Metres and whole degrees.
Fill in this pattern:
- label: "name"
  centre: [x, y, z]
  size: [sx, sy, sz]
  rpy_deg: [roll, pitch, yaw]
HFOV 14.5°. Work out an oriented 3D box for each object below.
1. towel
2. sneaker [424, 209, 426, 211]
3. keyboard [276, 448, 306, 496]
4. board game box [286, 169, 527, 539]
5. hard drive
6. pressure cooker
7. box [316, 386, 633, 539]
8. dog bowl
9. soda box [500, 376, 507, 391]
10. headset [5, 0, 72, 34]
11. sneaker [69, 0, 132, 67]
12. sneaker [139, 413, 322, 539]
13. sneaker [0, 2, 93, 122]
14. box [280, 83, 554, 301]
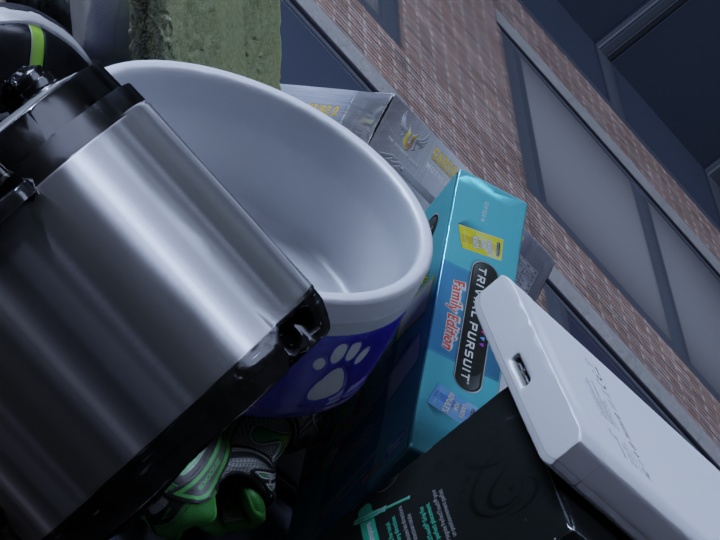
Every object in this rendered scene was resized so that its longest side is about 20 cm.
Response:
- label: "towel"
  centre: [-0.090, -0.156, 1.592]
  size: [0.148, 0.036, 0.201]
  rpy_deg: [-45, 137, -56]
- label: "sneaker"
  centre: [0.041, -0.006, 1.774]
  size: [0.200, 0.086, 0.078]
  rpy_deg: [55, -13, -14]
- label: "keyboard"
  centre: [-0.066, 0.070, 1.619]
  size: [0.200, 0.021, 0.127]
  rpy_deg: [44, 23, -31]
- label: "board game box"
  centre: [0.023, 0.067, 1.502]
  size: [0.047, 0.151, 0.200]
  rpy_deg: [26, 45, -14]
- label: "hard drive"
  centre: [0.138, 0.099, 1.366]
  size: [0.200, 0.027, 0.132]
  rpy_deg: [41, 16, -34]
- label: "pressure cooker"
  centre: [-0.135, 0.006, 1.245]
  size: [0.200, 0.176, 0.179]
  rpy_deg: [48, 44, -2]
- label: "box"
  centre: [0.055, 0.185, 1.353]
  size: [0.148, 0.200, 0.124]
  rpy_deg: [42, 15, -30]
- label: "dog bowl"
  centre: [-0.069, -0.018, 1.429]
  size: [0.199, 0.079, 0.200]
  rpy_deg: [21, 29, -12]
- label: "soda box"
  centre: [0.053, 0.106, 1.646]
  size: [0.068, 0.063, 0.200]
  rpy_deg: [59, 35, -18]
- label: "headset"
  centre: [-0.151, -0.172, 1.748]
  size: [0.200, 0.123, 0.094]
  rpy_deg: [81, 9, -59]
- label: "sneaker"
  centre: [-0.125, -0.145, 1.643]
  size: [0.200, 0.088, 0.076]
  rpy_deg: [102, -17, -70]
- label: "sneaker"
  centre: [-0.074, 0.097, 1.454]
  size: [0.085, 0.078, 0.200]
  rpy_deg: [61, 25, 8]
- label: "sneaker"
  centre: [-0.161, -0.074, 1.569]
  size: [0.200, 0.072, 0.083]
  rpy_deg: [37, 22, -43]
- label: "box"
  centre: [0.012, -0.048, 1.877]
  size: [0.158, 0.048, 0.200]
  rpy_deg: [7, -27, 46]
